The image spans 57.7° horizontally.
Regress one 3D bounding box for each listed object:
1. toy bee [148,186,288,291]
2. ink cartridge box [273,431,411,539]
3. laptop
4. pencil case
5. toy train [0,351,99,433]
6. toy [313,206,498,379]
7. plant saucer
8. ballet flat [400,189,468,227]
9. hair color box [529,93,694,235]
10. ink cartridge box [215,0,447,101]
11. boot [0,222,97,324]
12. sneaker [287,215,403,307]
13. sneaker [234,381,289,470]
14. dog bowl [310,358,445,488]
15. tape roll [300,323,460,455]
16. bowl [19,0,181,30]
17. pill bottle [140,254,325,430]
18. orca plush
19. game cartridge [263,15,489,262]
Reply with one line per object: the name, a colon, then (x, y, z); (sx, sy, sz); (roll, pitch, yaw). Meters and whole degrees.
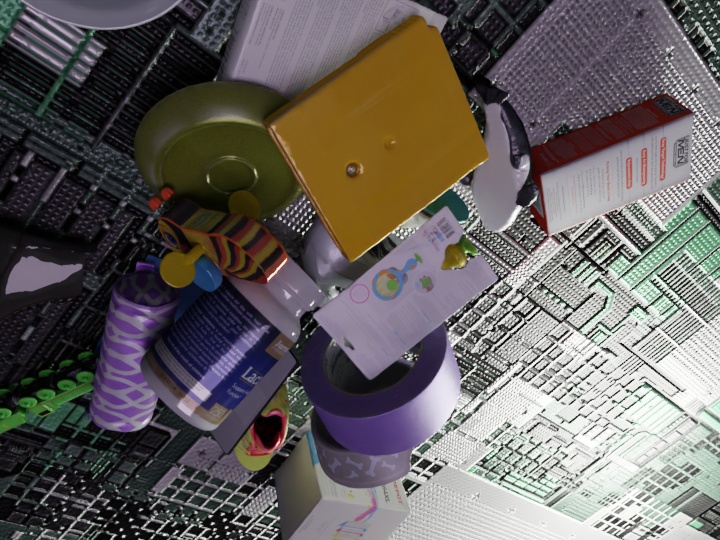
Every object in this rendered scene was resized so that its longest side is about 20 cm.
toy bee: (-0.172, -0.033, 0.677); (0.197, 0.132, 0.109); (-15, 122, 27)
ink cartridge box: (-0.022, 0.369, 1.074); (0.198, 0.129, 0.126); (20, 120, -29)
laptop: (-0.215, 0.114, 0.831); (0.188, 0.200, 0.115); (-52, 157, 25)
pencil case: (-0.272, 0.099, 0.787); (0.083, 0.086, 0.202); (13, 116, -20)
toy train: (-0.409, 0.161, 0.846); (0.197, 0.042, 0.057); (-23, 140, 9)
toy: (0.052, 0.024, 0.781); (0.199, 0.047, 0.115); (-38, 111, 8)
plant saucer: (-0.138, -0.109, 0.695); (0.196, 0.031, 0.201); (-7, 144, -5)
ballet flat: (0.039, -0.087, 0.775); (0.198, 0.070, 0.070); (18, 120, -32)
hair color box: (0.312, -0.133, 0.828); (0.197, 0.062, 0.102); (-21, 130, 1)
ink cartridge box: (-0.030, -0.227, 0.670); (0.197, 0.050, 0.162); (8, 124, -33)
boot: (-0.392, 0.042, 0.749); (0.136, 0.078, 0.202); (10, 125, -29)
sneaker: (0.000, 0.000, 0.832); (0.199, 0.076, 0.115); (34, 112, -29)
sneaker: (-0.147, 0.239, 0.960); (0.077, 0.091, 0.202); (0, 128, -18)
dog bowl: (0.018, 0.202, 0.916); (0.198, 0.201, 0.059); (-24, 120, 3)
tape roll: (0.026, 0.132, 0.857); (0.197, 0.201, 0.086); (-23, 130, 3)
bowl: (-0.214, -0.307, 0.516); (0.198, 0.091, 0.203); (-8, 129, -10)
pill bottle: (-0.139, 0.068, 0.734); (0.200, 0.116, 0.116); (-47, 128, -5)
orca plush: (0.171, -0.145, 0.793); (0.071, 0.104, 0.202); (-50, 130, -35)
game cartridge: (0.024, -0.135, 0.678); (0.199, 0.032, 0.177); (-37, 122, -9)
